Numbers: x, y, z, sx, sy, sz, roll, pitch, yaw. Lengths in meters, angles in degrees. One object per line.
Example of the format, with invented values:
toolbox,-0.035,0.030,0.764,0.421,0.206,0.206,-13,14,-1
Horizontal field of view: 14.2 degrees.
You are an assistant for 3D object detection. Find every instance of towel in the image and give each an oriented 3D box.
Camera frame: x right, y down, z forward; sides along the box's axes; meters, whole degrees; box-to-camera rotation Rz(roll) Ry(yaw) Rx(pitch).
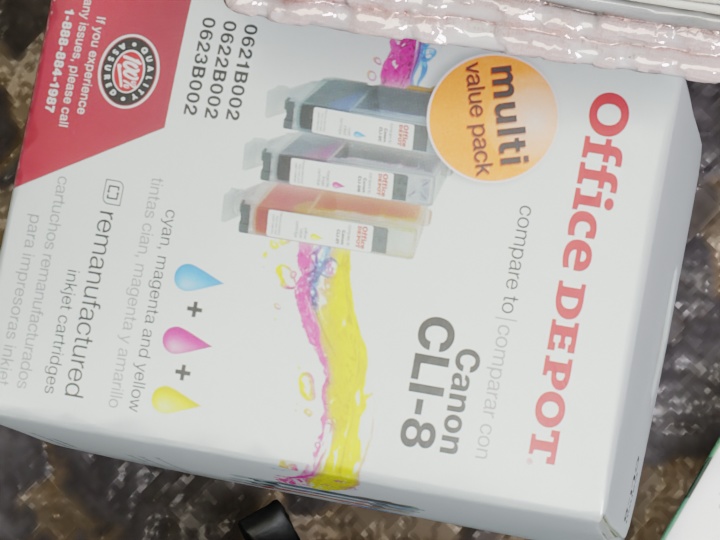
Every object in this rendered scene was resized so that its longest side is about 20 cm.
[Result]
towel,0.062,-0.095,0.899,0.199,0.191,0.032,9,104,2

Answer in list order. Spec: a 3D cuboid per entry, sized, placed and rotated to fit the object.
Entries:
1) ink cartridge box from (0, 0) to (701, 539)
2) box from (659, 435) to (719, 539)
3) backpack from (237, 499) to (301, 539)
ink cartridge box,0.000,0.000,0.923,0.199,0.145,0.146,10,83,8
box,0.186,0.079,0.943,0.144,0.036,0.200,31,86,11
backpack,0.012,0.180,0.889,0.190,0.154,0.201,11,84,14
